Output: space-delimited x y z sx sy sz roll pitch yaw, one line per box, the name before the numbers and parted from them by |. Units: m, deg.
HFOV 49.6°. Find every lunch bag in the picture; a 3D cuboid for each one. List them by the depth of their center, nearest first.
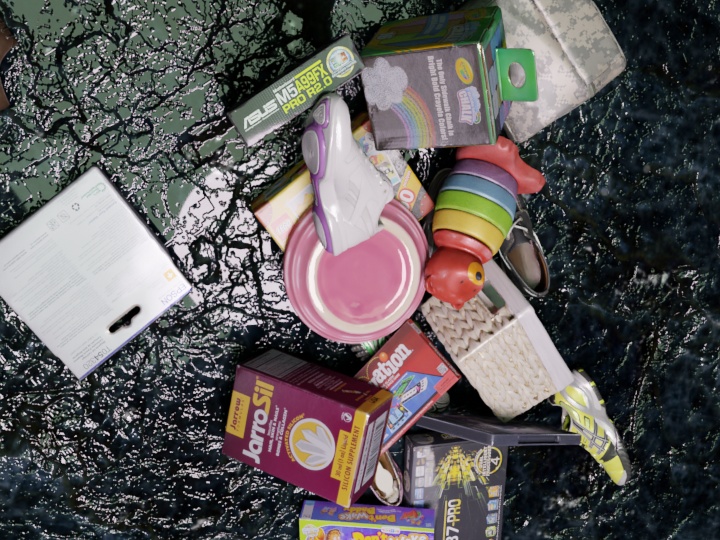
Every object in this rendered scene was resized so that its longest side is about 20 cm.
lunch bag | 0.214 -0.288 1.010 0.167 0.139 0.201 -39 108 -1

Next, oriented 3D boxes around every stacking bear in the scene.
stacking bear | 0.142 -0.054 1.005 0.121 0.112 0.204 33 73 -41

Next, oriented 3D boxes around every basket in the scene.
basket | 0.187 0.099 1.073 0.122 0.136 0.200 -37 133 4

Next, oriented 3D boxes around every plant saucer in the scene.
plant saucer | 0.000 0.000 0.998 0.195 0.051 0.206 -4 105 -14

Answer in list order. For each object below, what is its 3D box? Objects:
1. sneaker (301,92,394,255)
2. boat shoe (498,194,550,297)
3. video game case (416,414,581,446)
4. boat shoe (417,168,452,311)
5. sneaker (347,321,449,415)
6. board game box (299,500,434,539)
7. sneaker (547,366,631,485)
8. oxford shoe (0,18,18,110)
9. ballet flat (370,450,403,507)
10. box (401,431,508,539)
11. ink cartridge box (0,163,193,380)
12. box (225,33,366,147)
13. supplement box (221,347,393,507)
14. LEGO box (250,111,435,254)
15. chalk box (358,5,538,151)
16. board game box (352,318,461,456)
sneaker | -0.012 -0.115 0.888 0.098 0.075 0.203 -18 135 -15
boat shoe | 0.219 -0.057 1.106 0.070 0.068 0.204 -23 103 -5
video game case | 0.195 0.224 1.095 0.197 0.141 0.019 9 86 -40
boat shoe | 0.114 -0.038 1.092 0.065 0.057 0.205 10 101 -15
sneaker | 0.064 0.127 1.098 0.084 0.079 0.201 -33 111 23
board game box | 0.010 0.415 1.148 0.195 0.045 0.138 2 110 6
sneaker | 0.357 0.250 1.217 0.075 0.075 0.203 -28 98 4
oxford shoe | -0.446 -0.286 0.906 0.083 0.072 0.205 -10 109 -26
ballet flat | 0.010 0.262 1.135 0.068 0.071 0.202 -33 108 -8
box | 0.142 0.345 1.195 0.157 0.049 0.205 -1 105 -15
ink cartridge box | -0.352 0.003 1.006 0.195 0.043 0.202 -38 111 -3
box | -0.085 -0.214 0.928 0.159 0.200 0.045 -34 106 -1
supplement box | -0.070 0.204 1.039 0.196 0.103 0.134 16 103 20
LEGO box | -0.024 -0.087 1.038 0.199 0.077 0.150 -39 109 -1
chalk box | 0.113 -0.229 0.928 0.195 0.125 0.127 0 125 22
board game box | 0.034 0.173 1.060 0.103 0.019 0.200 46 110 12
